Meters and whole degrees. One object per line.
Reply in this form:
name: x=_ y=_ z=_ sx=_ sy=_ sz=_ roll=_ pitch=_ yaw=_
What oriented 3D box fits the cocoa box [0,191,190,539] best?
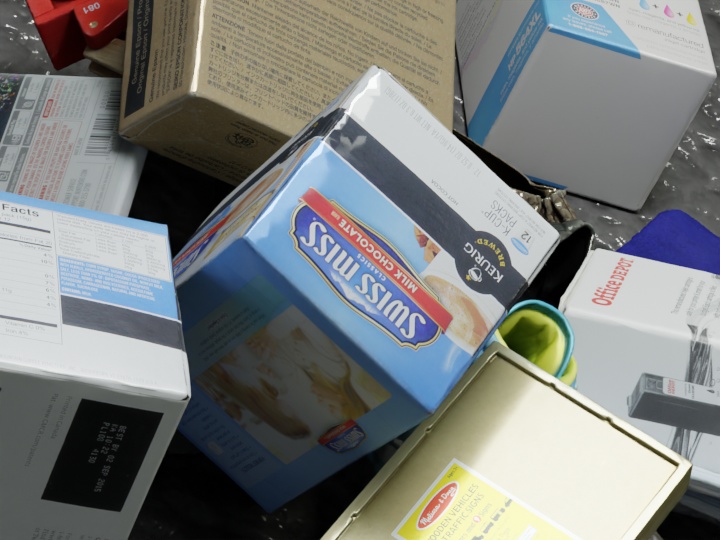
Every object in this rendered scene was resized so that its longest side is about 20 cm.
cocoa box: x=-0.179 y=0.077 z=1.479 sx=0.133 sy=0.201 sz=0.132 roll=11 pitch=38 yaw=-19

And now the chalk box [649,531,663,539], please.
chalk box: x=0.068 y=0.203 z=1.554 sx=0.199 sy=0.124 sz=0.125 roll=-12 pitch=52 yaw=-41

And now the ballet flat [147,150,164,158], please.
ballet flat: x=-0.069 y=-0.101 z=1.875 sx=0.199 sy=0.067 sz=0.063 roll=4 pitch=66 yaw=-30

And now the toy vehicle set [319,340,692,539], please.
toy vehicle set: x=0.060 y=0.137 z=1.489 sx=0.124 sy=0.027 sz=0.200 roll=32 pitch=58 yaw=18

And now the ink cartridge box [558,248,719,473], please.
ink cartridge box: x=0.216 y=0.061 z=1.771 sx=0.199 sy=0.084 sz=0.144 roll=13 pitch=16 yaw=9

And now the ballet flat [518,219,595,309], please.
ballet flat: x=0.102 y=0.025 z=1.810 sx=0.066 sy=0.057 sz=0.200 roll=47 pitch=29 yaw=-17

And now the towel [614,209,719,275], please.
towel: x=0.242 y=0.052 z=1.919 sx=0.200 sy=0.050 sz=0.148 roll=39 pitch=34 yaw=12

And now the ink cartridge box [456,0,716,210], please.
ink cartridge box: x=0.147 y=-0.163 z=2.049 sx=0.128 sy=0.126 sz=0.201 roll=15 pitch=38 yaw=-17

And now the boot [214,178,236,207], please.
boot: x=0.000 y=0.000 z=1.809 sx=0.173 sy=0.069 sz=0.201 roll=21 pitch=43 yaw=-23

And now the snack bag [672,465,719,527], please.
snack bag: x=0.171 y=0.122 z=1.701 sx=0.188 sy=0.022 sz=0.200 roll=19 pitch=-7 yaw=-15

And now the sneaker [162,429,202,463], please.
sneaker: x=-0.106 y=0.082 z=1.648 sx=0.199 sy=0.071 sz=0.083 roll=18 pitch=57 yaw=-17

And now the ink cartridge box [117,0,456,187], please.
ink cartridge box: x=-0.039 y=-0.127 z=1.740 sx=0.199 sy=0.075 sz=0.166 roll=23 pitch=57 yaw=-36

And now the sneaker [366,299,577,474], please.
sneaker: x=0.062 y=0.068 z=1.656 sx=0.079 sy=0.131 sz=0.200 roll=37 pitch=2 yaw=-14

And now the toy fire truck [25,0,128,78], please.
toy fire truck: x=-0.135 y=-0.128 z=1.795 sx=0.199 sy=0.049 sz=0.141 roll=-24 pitch=52 yaw=-3

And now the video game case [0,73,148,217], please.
video game case: x=-0.217 y=-0.042 z=1.676 sx=0.181 sy=0.023 sz=0.201 roll=3 pitch=43 yaw=8

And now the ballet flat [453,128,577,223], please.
ballet flat: x=0.061 y=-0.075 z=1.952 sx=0.200 sy=0.046 sz=0.067 roll=37 pitch=36 yaw=13

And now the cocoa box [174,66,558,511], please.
cocoa box: x=-0.020 y=0.015 z=1.546 sx=0.133 sy=0.200 sz=0.131 roll=43 pitch=58 yaw=-7
